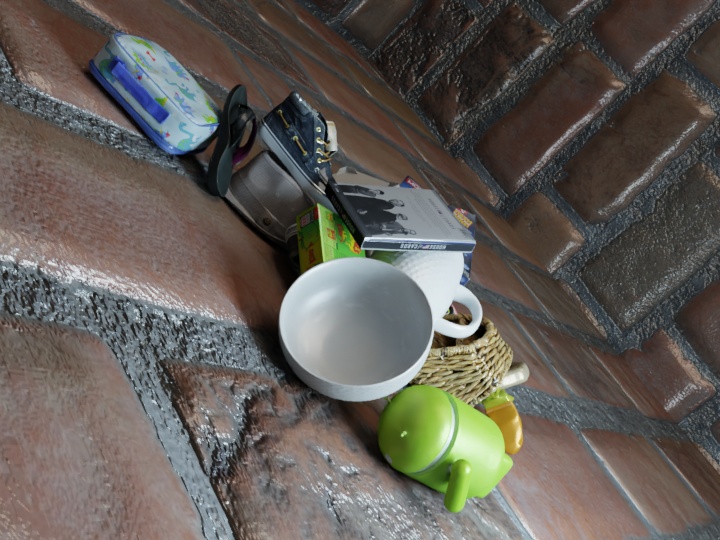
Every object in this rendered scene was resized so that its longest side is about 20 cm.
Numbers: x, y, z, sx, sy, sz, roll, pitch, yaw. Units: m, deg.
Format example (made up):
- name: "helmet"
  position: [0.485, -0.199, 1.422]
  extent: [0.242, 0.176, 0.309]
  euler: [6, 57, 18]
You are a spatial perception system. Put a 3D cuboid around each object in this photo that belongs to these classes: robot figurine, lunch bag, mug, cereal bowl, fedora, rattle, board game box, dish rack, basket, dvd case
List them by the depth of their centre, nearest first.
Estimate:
- name: "cereal bowl"
  position: [-0.006, 0.084, 1.115]
  extent: [0.200, 0.199, 0.084]
  euler: [56, -22, 32]
- name: "robot figurine"
  position: [0.104, 0.219, 1.117]
  extent: [0.200, 0.116, 0.176]
  euler: [34, 14, -34]
- name: "board game box"
  position: [-0.036, 0.012, 1.266]
  extent: [0.101, 0.047, 0.201]
  euler: [27, 45, -43]
- name: "lunch bag"
  position: [-0.309, -0.269, 1.332]
  extent: [0.200, 0.082, 0.161]
  euler: [46, 16, -1]
- name: "dvd case"
  position: [0.060, -0.082, 1.334]
  extent: [0.199, 0.025, 0.151]
  euler: [2, 37, -30]
- name: "mug"
  position: [0.097, 0.035, 1.353]
  extent: [0.199, 0.148, 0.176]
  euler: [28, 34, 1]
- name: "basket"
  position: [0.148, 0.123, 1.393]
  extent: [0.149, 0.143, 0.200]
  euler: [51, 16, -3]
- name: "fedora"
  position: [-0.133, -0.124, 1.401]
  extent: [0.200, 0.090, 0.177]
  euler: [44, 16, -4]
- name: "dish rack"
  position: [-0.021, -0.129, 1.506]
  extent: [0.171, 0.044, 0.200]
  euler: [-25, 33, -32]
- name: "rattle"
  position: [0.242, 0.226, 1.538]
  extent: [0.143, 0.130, 0.200]
  euler: [56, -10, 0]
- name: "board game box"
  position: [0.133, -0.074, 1.601]
  extent: [0.200, 0.062, 0.200]
  euler: [40, 34, -1]

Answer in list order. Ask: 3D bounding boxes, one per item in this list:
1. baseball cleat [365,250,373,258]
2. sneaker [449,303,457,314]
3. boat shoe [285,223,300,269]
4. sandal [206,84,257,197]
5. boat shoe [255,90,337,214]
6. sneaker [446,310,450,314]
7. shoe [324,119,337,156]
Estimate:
- name: "baseball cleat"
  position: [0.000, 0.000, 1.494]
  extent: [0.070, 0.106, 0.201]
  euler: [120, -45, -74]
- name: "sneaker"
  position: [0.146, 0.067, 1.666]
  extent: [0.087, 0.074, 0.201]
  euler: [31, 23, -51]
- name: "boat shoe"
  position: [-0.048, -0.001, 1.374]
  extent: [0.200, 0.071, 0.064]
  euler: [33, 39, -44]
- name: "sandal"
  position: [-0.190, -0.199, 1.349]
  extent: [0.075, 0.048, 0.201]
  euler: [76, 20, -60]
- name: "boat shoe"
  position: [-0.072, -0.185, 1.372]
  extent: [0.200, 0.091, 0.071]
  euler: [49, 15, 1]
- name: "sneaker"
  position: [0.126, 0.072, 1.560]
  extent: [0.071, 0.083, 0.200]
  euler: [-11, 49, -39]
- name: "shoe"
  position: [-0.104, -0.182, 1.473]
  extent: [0.070, 0.200, 0.054]
  euler: [-17, 78, -43]
